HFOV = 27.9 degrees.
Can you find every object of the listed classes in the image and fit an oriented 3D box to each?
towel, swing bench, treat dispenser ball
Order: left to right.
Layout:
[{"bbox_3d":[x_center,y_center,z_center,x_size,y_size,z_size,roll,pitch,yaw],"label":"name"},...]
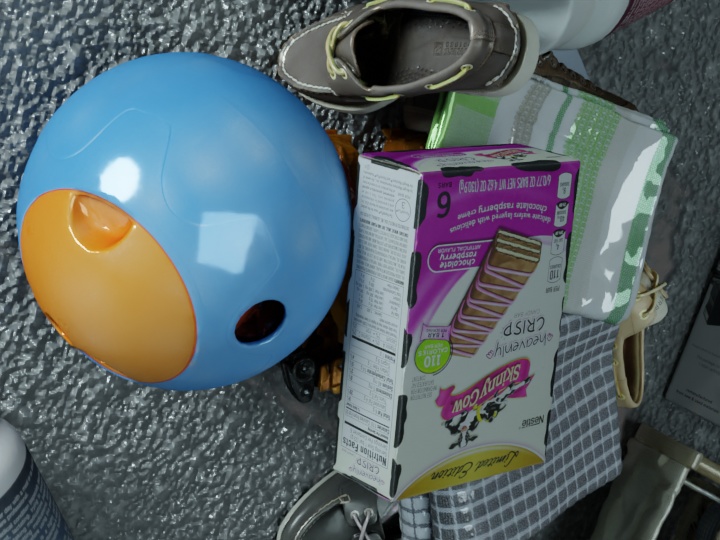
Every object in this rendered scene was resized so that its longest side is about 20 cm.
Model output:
[{"bbox_3d":[-0.104,-0.029,0.869,0.200,0.201,0.202,-10,110,-29],"label":"treat dispenser ball"},{"bbox_3d":[0.112,0.102,1.046,0.199,0.085,0.166,-23,111,-36],"label":"towel"},{"bbox_3d":[0.124,-0.052,0.967,0.199,0.031,0.150,15,87,-35],"label":"towel"},{"bbox_3d":[0.261,0.253,1.230,0.200,0.130,0.200,29,90,-29],"label":"swing bench"}]

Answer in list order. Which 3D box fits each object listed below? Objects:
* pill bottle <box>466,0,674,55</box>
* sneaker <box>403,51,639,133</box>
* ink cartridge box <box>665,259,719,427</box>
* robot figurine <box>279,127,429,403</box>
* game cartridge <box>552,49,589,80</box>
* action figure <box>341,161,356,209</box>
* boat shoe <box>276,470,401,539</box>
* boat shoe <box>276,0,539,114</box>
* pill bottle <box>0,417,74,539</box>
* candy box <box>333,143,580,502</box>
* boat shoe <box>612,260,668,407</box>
[{"bbox_3d":[0.155,-0.218,0.989,0.200,0.114,0.115,-31,121,-44],"label":"pill bottle"},{"bbox_3d":[0.123,-0.129,1.017,0.199,0.070,0.076,-1,102,-32],"label":"sneaker"},{"bbox_3d":[0.372,0.046,1.256,0.144,0.084,0.201,17,96,-35],"label":"ink cartridge box"},{"bbox_3d":[0.000,0.000,1.029,0.144,0.058,0.201,-3,106,-31],"label":"robot figurine"},{"bbox_3d":[0.119,-0.105,1.084,0.133,0.042,0.200,-36,121,-13],"label":"game cartridge"},{"bbox_3d":[0.077,-0.063,0.992,0.199,0.065,0.052,-2,92,-39],"label":"action figure"},{"bbox_3d":[0.032,0.174,1.103,0.199,0.057,0.067,-22,115,-25],"label":"boat shoe"},{"bbox_3d":[0.016,-0.138,0.909,0.059,0.199,0.072,7,89,-48],"label":"boat shoe"},{"bbox_3d":[-0.248,0.157,0.887,0.119,0.119,0.201,-30,119,-20],"label":"pill bottle"},{"bbox_3d":[0.059,0.028,0.886,0.136,0.061,0.201,-8,110,-39],"label":"candy box"},{"bbox_3d":[0.205,0.024,1.125,0.074,0.069,0.201,-50,149,-44],"label":"boat shoe"}]
